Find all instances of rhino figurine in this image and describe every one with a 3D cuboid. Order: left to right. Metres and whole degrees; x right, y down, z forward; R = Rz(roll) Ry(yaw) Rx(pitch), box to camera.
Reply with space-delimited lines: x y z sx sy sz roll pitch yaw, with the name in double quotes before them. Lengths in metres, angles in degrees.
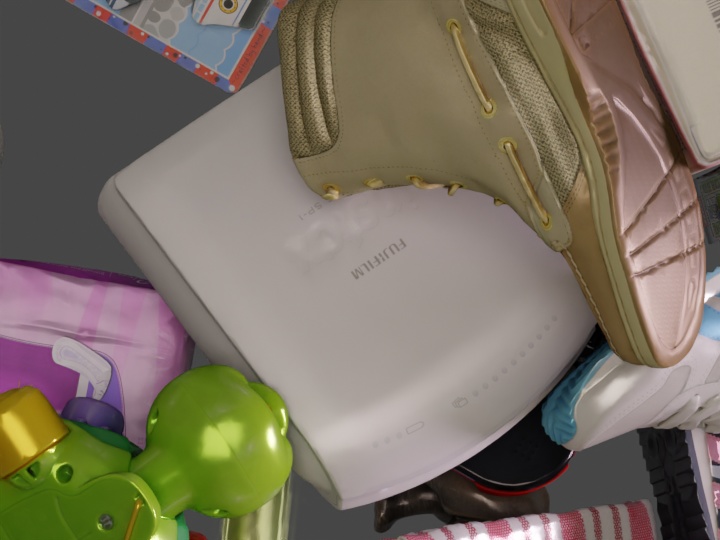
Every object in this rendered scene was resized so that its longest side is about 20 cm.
"rhino figurine" 0.050 0.182 1.277 0.087 0.060 0.200 0 85 -1

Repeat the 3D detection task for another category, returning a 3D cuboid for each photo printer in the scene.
"photo printer" 0.000 0.000 1.221 0.166 0.069 0.200 -34 75 -14

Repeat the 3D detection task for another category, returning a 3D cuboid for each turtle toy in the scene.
"turtle toy" -0.117 0.113 1.174 0.200 0.101 0.146 -33 91 27

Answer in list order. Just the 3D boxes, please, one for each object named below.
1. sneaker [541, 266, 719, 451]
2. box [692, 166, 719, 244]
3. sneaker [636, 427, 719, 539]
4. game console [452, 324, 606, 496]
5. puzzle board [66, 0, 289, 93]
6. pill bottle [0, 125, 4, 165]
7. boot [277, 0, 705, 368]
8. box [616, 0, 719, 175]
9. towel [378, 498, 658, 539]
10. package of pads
"sneaker" 0.172 0.042 1.214 0.200 0.077 0.081 -25 82 -28
"box" 0.265 -0.057 1.263 0.200 0.110 0.035 -16 89 0
"sneaker" 0.189 0.122 1.277 0.082 0.070 0.200 -8 89 -20
"game console" 0.041 -0.003 1.273 0.200 0.031 0.177 30 77 7
"puzzle board" -0.076 -0.198 1.189 0.151 0.017 0.200 30 111 -3
"pill bottle" -0.242 0.005 1.198 0.114 0.114 0.200 14 59 0
"boot" 0.054 -0.042 1.145 0.155 0.073 0.200 -14 106 36
"box" 0.167 -0.119 1.218 0.109 0.200 0.128 -25 89 0
"towel" 0.080 0.187 1.239 0.030 0.200 0.147 -6 88 43
"package of pads" -0.152 0.097 1.273 0.120 0.076 0.200 10 89 -3
